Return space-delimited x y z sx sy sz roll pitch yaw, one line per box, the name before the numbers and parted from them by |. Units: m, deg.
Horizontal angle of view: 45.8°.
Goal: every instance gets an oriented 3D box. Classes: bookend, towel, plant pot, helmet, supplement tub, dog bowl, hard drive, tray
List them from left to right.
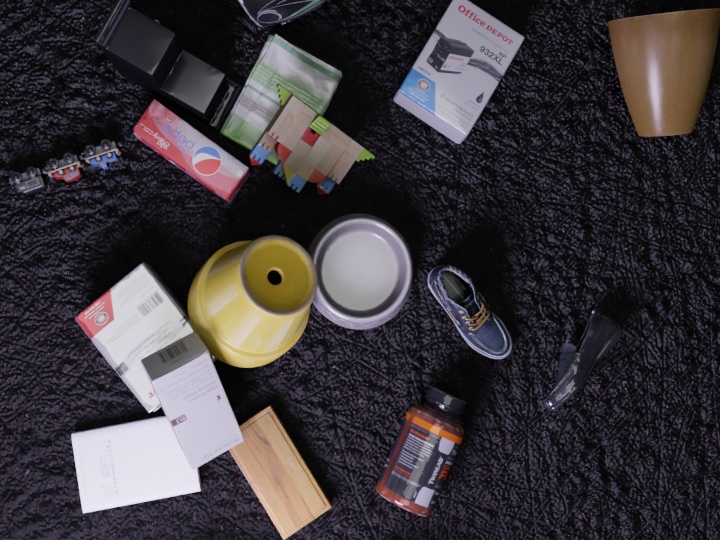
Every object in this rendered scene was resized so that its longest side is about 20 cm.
hard drive | -0.377 0.323 1.438 0.196 0.025 0.134 -9 88 -5
bookend | -0.305 -0.335 1.388 0.197 0.200 0.093 29 86 -2
plant pot | -0.160 0.035 1.355 0.198 0.189 0.204 8 69 -22
tray | -0.142 0.342 1.451 0.098 0.037 0.202 -32 89 -5
towel | -0.137 -0.292 1.484 0.148 0.031 0.202 28 86 -2
helmet | -0.123 -0.520 1.425 0.188 0.200 0.203 -25 89 12
dog bowl | 0.000 0.000 1.467 0.196 0.059 0.204 0 87 -5
supplement tub | 0.109 0.301 1.437 0.106 0.107 0.203 24 86 -3
plant pot | 0.526 -0.339 1.476 0.183 0.186 0.204 -6 101 -5

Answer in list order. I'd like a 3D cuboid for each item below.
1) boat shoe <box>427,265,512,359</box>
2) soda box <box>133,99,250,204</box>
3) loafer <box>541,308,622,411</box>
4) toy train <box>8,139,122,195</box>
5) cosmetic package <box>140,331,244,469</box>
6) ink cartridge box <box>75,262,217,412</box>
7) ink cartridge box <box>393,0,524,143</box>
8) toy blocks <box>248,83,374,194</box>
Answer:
boat shoe | 0.191 0.074 1.461 0.071 0.091 0.201 -43 91 -5
soda box | -0.286 -0.201 1.451 0.199 0.063 0.070 35 85 -3
loafer | 0.375 0.156 1.487 0.070 0.068 0.201 39 80 6
toy train | -0.497 -0.173 1.448 0.197 0.034 0.046 -21 93 -5
cosmetic package | -0.265 0.209 1.359 0.101 0.074 0.202 -27 125 -16
ink cartridge box | -0.350 0.111 1.421 0.146 0.083 0.201 -38 91 -6
ink cartridge box | 0.170 -0.349 1.483 0.144 0.084 0.202 32 85 -2
toy blocks | -0.095 -0.198 1.446 0.199 0.100 0.138 33 98 -19
